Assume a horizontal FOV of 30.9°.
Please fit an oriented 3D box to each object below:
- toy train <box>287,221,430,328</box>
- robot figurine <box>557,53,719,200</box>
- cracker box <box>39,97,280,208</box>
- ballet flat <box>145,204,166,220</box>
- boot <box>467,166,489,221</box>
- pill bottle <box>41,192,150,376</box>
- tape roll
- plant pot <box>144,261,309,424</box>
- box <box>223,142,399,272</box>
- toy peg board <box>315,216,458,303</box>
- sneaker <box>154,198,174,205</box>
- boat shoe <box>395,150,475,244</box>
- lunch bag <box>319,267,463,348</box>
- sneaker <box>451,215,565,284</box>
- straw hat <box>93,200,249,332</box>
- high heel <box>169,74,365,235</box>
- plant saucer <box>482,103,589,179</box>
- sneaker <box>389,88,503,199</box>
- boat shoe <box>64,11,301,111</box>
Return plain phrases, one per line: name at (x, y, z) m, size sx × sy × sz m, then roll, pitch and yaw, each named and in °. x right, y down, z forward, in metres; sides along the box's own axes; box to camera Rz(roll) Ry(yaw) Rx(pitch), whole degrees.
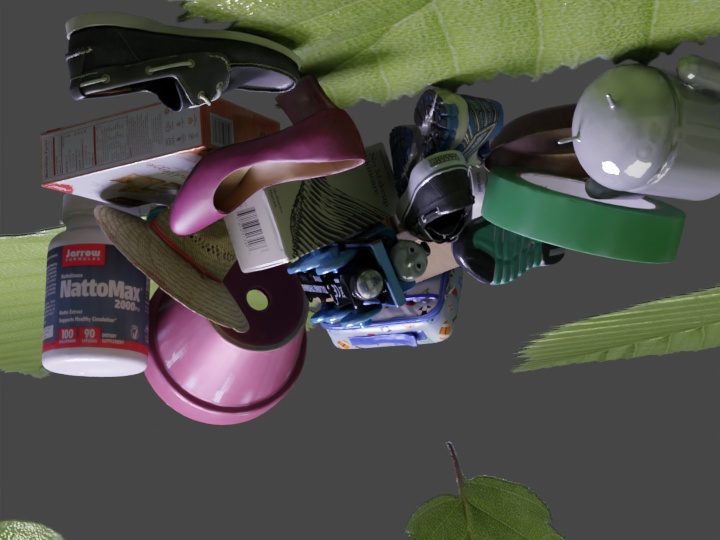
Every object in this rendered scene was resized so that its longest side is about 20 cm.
toy train at (0.000, 0.000, 1.333) m, size 0.114 × 0.087 × 0.200 m, roll -28°, pitch -171°, yaw -16°
robot figurine at (0.274, -0.125, 1.190) m, size 0.198 × 0.113 × 0.170 m, roll 5°, pitch 133°, yaw -34°
cracker box at (-0.193, -0.113, 1.263) m, size 0.198 × 0.058 × 0.134 m, roll -9°, pitch 169°, yaw 29°
ballet flat at (-0.158, -0.062, 1.529) m, size 0.198 × 0.073 × 0.072 m, roll 0°, pitch 171°, yaw 23°
boot at (0.196, -0.074, 1.547) m, size 0.143 × 0.073 × 0.200 m, roll -5°, pitch 165°, yaw -1°
pill bottle at (-0.299, 0.013, 1.484) m, size 0.118 × 0.202 × 0.120 m, roll -1°, pitch 167°, yaw 0°
tape roll at (0.221, -0.058, 1.297) m, size 0.198 × 0.049 × 0.201 m, roll 11°, pitch -167°, yaw -2°
plant pot at (-0.144, 0.060, 1.504) m, size 0.198 × 0.202 × 0.179 m, roll 1°, pitch 158°, yaw -20°
box at (-0.046, -0.066, 1.309) m, size 0.068 × 0.083 × 0.199 m, roll -13°, pitch -171°, yaw 40°
toy peg board at (0.022, -0.039, 1.668) m, size 0.197 × 0.099 × 0.200 m, roll -22°, pitch 165°, yaw 11°
sneaker at (-0.130, -0.067, 1.402) m, size 0.198 × 0.101 × 0.078 m, roll 1°, pitch 168°, yaw -21°
boat shoe at (0.075, -0.056, 1.265) m, size 0.068 × 0.057 × 0.200 m, roll -18°, pitch 166°, yaw -4°
lunch bag at (0.046, 0.035, 1.800) m, size 0.198 × 0.161 × 0.076 m, roll -7°, pitch 136°, yaw 25°
sneaker at (0.140, -0.030, 1.399) m, size 0.087 × 0.075 × 0.199 m, roll 13°, pitch -169°, yaw 38°
straw hat at (-0.163, -0.033, 1.307) m, size 0.085 × 0.201 × 0.201 m, roll -49°, pitch 158°, yaw 7°
high heel at (-0.087, -0.077, 1.162) m, size 0.200 × 0.097 × 0.067 m, roll -43°, pitch 155°, yaw 21°
plant saucer at (0.223, -0.134, 1.342) m, size 0.198 × 0.035 × 0.200 m, roll -4°, pitch 168°, yaw -1°
sneaker at (0.085, -0.118, 1.281) m, size 0.084 × 0.078 × 0.200 m, roll -4°, pitch 170°, yaw -16°
boat shoe at (-0.139, -0.157, 1.043) m, size 0.198 × 0.068 × 0.072 m, roll 2°, pitch 166°, yaw -31°
